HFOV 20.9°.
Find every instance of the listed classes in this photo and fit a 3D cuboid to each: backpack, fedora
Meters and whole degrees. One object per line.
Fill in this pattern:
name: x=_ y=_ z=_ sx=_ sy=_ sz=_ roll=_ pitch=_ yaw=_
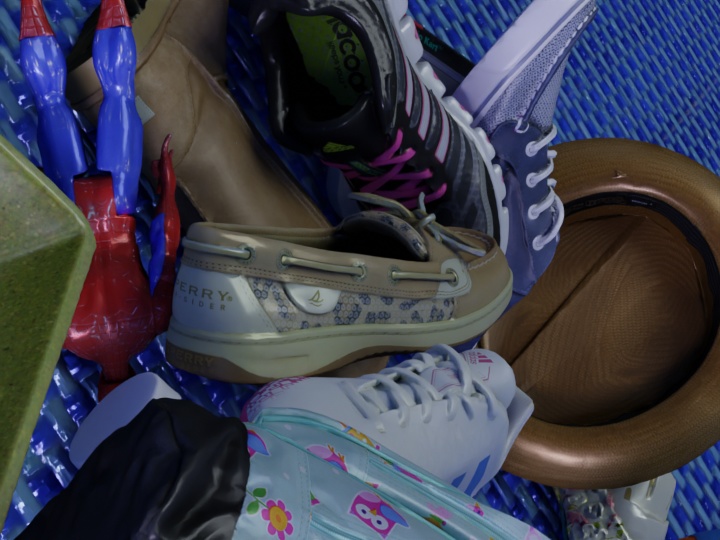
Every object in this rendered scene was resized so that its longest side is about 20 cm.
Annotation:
backpack: x=-0.014 y=0.129 z=0.641 sx=0.200 sy=0.167 sz=0.127 roll=28 pitch=46 yaw=-20
fedora: x=0.128 y=0.028 z=1.064 sx=0.082 sy=0.200 sz=0.201 roll=84 pitch=-16 yaw=-75

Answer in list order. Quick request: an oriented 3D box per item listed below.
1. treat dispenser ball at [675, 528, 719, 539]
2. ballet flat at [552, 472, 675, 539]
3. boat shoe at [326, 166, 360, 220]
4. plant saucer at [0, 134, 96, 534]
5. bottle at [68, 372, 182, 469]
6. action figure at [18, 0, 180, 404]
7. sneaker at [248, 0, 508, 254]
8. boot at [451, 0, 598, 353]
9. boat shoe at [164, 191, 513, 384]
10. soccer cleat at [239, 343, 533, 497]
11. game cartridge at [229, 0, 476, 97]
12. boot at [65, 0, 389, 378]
treat dispenser ball: x=0.181 y=0.219 z=0.899 sx=0.201 sy=0.201 sz=0.201 roll=41 pitch=32 yaw=-33
ballet flat: x=0.142 y=0.107 z=1.098 sx=0.076 sy=0.064 sz=0.200 roll=34 pitch=37 yaw=-41
boat shoe: x=0.051 y=-0.041 z=1.095 sx=0.200 sy=0.072 sz=0.068 roll=11 pitch=19 yaw=-40
plant saucer: x=-0.192 y=-0.009 z=0.660 sx=0.200 sy=0.048 sz=0.200 roll=46 pitch=30 yaw=-25
bottle: x=-0.032 y=0.123 z=0.779 sx=0.200 sy=0.065 sz=0.084 roll=48 pitch=22 yaw=-21
action figure: x=-0.108 y=-0.037 z=0.800 sx=0.052 sy=0.065 sz=0.200 roll=115 pitch=-31 yaw=-79
sneaker: x=0.003 y=-0.065 z=0.900 sx=0.200 sy=0.074 sz=0.087 roll=65 pitch=32 yaw=-21
boot: x=0.077 y=-0.052 z=0.981 sx=0.090 sy=0.200 sz=0.073 roll=38 pitch=23 yaw=2
boat shoe: x=0.000 y=0.000 z=0.824 sx=0.200 sy=0.073 sz=0.063 roll=-15 pitch=113 yaw=-52
soccer cleat: x=0.015 y=0.058 z=0.773 sx=0.070 sy=0.086 sz=0.200 roll=51 pitch=10 yaw=15
game cartridge: x=0.002 y=-0.121 z=1.043 sx=0.200 sy=0.130 sz=0.038 roll=28 pitch=85 yaw=-46
boot: x=-0.053 y=-0.050 z=0.931 sx=0.200 sy=0.066 sz=0.175 roll=52 pitch=31 yaw=-19
